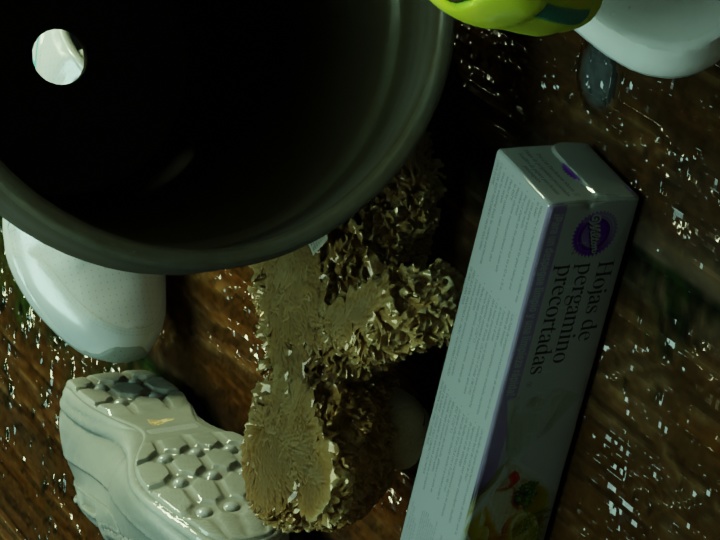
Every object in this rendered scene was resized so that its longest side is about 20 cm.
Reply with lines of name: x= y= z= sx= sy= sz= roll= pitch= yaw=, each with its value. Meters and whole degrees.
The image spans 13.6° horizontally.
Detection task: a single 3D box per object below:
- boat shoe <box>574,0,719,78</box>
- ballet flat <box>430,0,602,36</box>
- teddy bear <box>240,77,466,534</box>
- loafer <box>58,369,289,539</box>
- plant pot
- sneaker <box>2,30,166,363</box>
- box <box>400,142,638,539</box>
boat shoe: x=0.065 y=-0.123 z=1.000 sx=0.200 sy=0.072 sz=0.069 roll=50 pitch=162 yaw=35
ballet flat: x=0.026 y=-0.148 z=0.944 sx=0.067 sy=0.067 sz=0.201 roll=-45 pitch=48 yaw=29
teddy bear: x=0.000 y=0.000 z=1.149 sx=0.145 sy=0.066 sz=0.201 roll=-28 pitch=62 yaw=50
loafer: x=-0.080 y=0.101 z=1.300 sx=0.200 sy=0.069 sz=0.070 roll=-142 pitch=49 yaw=-64
plant pot: x=-0.088 y=-0.092 z=1.098 sx=0.173 sy=0.199 sz=0.201 roll=166 pitch=99 yaw=-68
sneaker: x=-0.123 y=-0.058 z=1.354 sx=0.080 sy=0.070 sz=0.202 roll=-38 pitch=60 yaw=54
box: x=0.051 y=0.051 z=1.069 sx=0.041 sy=0.038 sz=0.201 roll=48 pitch=134 yaw=47
